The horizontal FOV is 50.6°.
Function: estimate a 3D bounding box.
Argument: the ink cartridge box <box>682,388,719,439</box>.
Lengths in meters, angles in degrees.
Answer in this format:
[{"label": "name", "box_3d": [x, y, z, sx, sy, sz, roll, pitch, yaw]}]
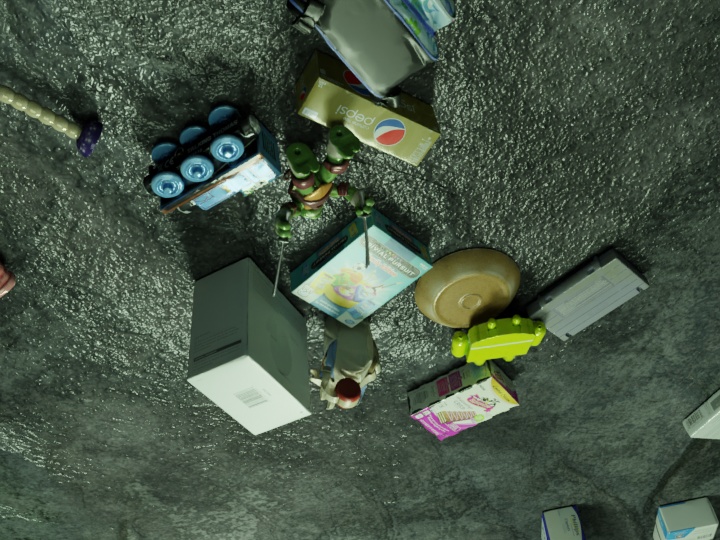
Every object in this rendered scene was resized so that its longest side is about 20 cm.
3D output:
[{"label": "ink cartridge box", "box_3d": [0.886, 0.335, 1.793, 0.195, 0.048, 0.162, 6, 135, -23]}]

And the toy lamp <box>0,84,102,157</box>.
[{"label": "toy lamp", "box_3d": [-0.435, -0.214, 0.983, 0.197, 0.059, 0.058, 27, 127, -32]}]

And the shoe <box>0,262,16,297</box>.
[{"label": "shoe", "box_3d": [-0.641, 0.035, 1.198, 0.197, 0.072, 0.091, -29, 128, 13]}]

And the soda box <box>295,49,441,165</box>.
[{"label": "soda box", "box_3d": [0.011, -0.220, 1.043, 0.196, 0.069, 0.064, 20, 130, -27]}]

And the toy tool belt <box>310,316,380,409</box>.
[{"label": "toy tool belt", "box_3d": [-0.028, 0.186, 1.368, 0.122, 0.203, 0.125, 11, 133, -8]}]

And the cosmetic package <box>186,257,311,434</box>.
[{"label": "cosmetic package", "box_3d": [-0.183, 0.129, 1.279, 0.121, 0.203, 0.200, -21, 136, 17]}]

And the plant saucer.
[{"label": "plant saucer", "box_3d": [0.196, 0.045, 1.375, 0.195, 0.036, 0.203, -5, 137, -4]}]

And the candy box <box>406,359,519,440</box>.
[{"label": "candy box", "box_3d": [0.214, 0.269, 1.594, 0.198, 0.062, 0.136, -31, 132, 21]}]

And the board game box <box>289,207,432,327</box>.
[{"label": "board game box", "box_3d": [0.000, 0.000, 1.287, 0.150, 0.048, 0.199, 31, 124, -35]}]

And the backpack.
[{"label": "backpack", "box_3d": [0.012, -0.323, 0.837, 0.146, 0.203, 0.182, -33, 135, 24]}]

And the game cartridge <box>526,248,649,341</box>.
[{"label": "game cartridge", "box_3d": [0.419, 0.047, 1.417, 0.129, 0.039, 0.199, 33, 123, -31]}]

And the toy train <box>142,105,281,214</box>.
[{"label": "toy train", "box_3d": [-0.210, -0.146, 1.074, 0.197, 0.088, 0.114, -27, 140, 18]}]

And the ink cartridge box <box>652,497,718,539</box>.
[{"label": "ink cartridge box", "box_3d": [0.933, 0.749, 2.198, 0.143, 0.087, 0.202, -12, 138, 4]}]

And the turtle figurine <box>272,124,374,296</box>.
[{"label": "turtle figurine", "box_3d": [-0.046, -0.089, 1.054, 0.140, 0.205, 0.195, 5, 153, -3]}]

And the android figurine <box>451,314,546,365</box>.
[{"label": "android figurine", "box_3d": [0.260, 0.130, 1.433, 0.177, 0.042, 0.201, -8, 155, 1]}]

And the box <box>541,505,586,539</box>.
[{"label": "box", "box_3d": [0.569, 0.787, 2.106, 0.102, 0.187, 0.202, -9, 137, 4]}]
